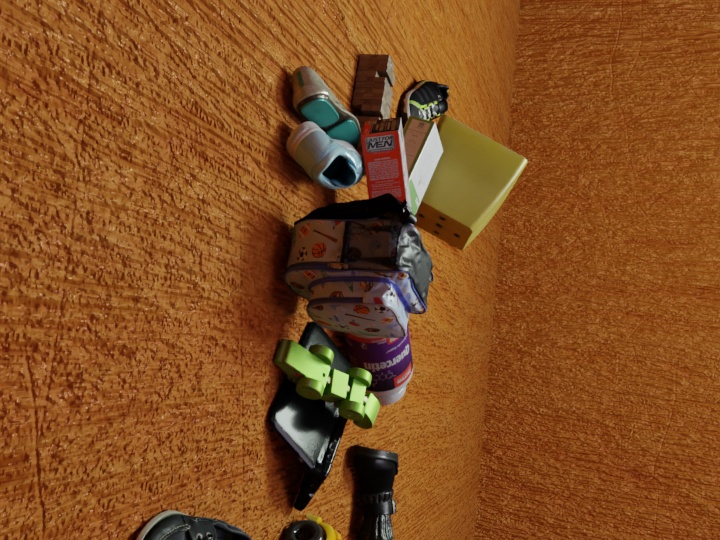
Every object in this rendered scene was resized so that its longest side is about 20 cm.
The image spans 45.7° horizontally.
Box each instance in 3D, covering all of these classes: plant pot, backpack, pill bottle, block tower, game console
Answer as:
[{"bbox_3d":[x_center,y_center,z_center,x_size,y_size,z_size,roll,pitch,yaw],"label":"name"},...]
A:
[{"bbox_3d":[0.201,-0.165,1.766,0.178,0.197,0.200,-60,175,-17],"label":"plant pot"},{"bbox_3d":[-0.008,0.004,1.150,0.201,0.187,0.157,64,40,-59],"label":"backpack"},{"bbox_3d":[0.031,0.131,1.438,0.113,0.110,0.203,-68,155,-46],"label":"pill bottle"},{"bbox_3d":[0.015,-0.248,1.388,0.054,0.057,0.204,48,50,-66],"label":"block tower"},{"bbox_3d":[-0.079,0.214,1.254,0.177,0.115,0.202,-60,-175,44],"label":"game console"}]

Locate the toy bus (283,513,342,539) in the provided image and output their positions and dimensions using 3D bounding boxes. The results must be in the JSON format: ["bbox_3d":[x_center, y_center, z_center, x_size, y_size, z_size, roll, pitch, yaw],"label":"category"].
[{"bbox_3d":[-0.030,0.454,1.184,0.201,0.188,0.138,-60,148,-58],"label":"toy bus"}]

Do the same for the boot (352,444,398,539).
[{"bbox_3d":[0.026,0.412,1.551,0.212,0.078,0.161,61,37,-62],"label":"boot"}]

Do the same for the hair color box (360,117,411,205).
[{"bbox_3d":[0.044,-0.120,1.295,0.102,0.060,0.204,-77,161,-70],"label":"hair color box"}]

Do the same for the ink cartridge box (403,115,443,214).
[{"bbox_3d":[0.089,-0.178,1.619,0.203,0.058,0.104,-66,158,-17],"label":"ink cartridge box"}]

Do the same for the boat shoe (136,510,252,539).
[{"bbox_3d":[-0.168,0.295,0.890,0.200,0.065,0.076,51,46,-66],"label":"boat shoe"}]

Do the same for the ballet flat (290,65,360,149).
[{"bbox_3d":[-0.046,-0.222,1.184,0.200,0.066,0.063,49,20,-70],"label":"ballet flat"}]

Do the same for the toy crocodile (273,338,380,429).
[{"bbox_3d":[-0.044,0.159,1.192,0.199,0.061,0.069,35,52,-31],"label":"toy crocodile"}]

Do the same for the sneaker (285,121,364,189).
[{"bbox_3d":[-0.033,-0.136,1.178,0.074,0.082,0.199,-46,159,13],"label":"sneaker"}]

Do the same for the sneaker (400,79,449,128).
[{"bbox_3d":[0.135,-0.336,1.721,0.201,0.081,0.073,-64,153,-49],"label":"sneaker"}]
